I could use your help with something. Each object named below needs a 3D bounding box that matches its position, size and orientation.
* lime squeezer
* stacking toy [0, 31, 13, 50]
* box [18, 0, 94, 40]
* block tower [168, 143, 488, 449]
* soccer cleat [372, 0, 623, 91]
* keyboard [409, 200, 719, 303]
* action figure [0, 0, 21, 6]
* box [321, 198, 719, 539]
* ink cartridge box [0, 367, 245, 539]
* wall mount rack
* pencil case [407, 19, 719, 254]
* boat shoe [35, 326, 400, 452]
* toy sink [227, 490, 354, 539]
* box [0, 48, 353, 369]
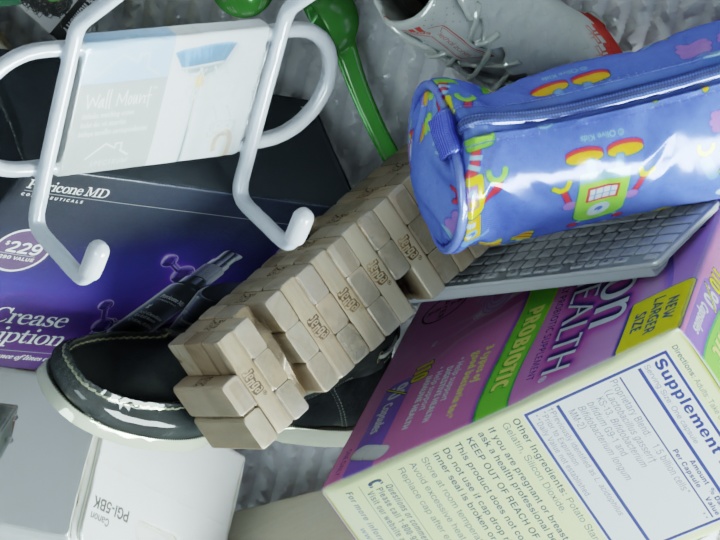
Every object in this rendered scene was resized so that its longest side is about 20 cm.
[{"bbox_3d":[-0.047,-0.115,1.271,0.199,0.038,0.071,27,107,-18],"label":"lime squeezer"},{"bbox_3d":[-0.264,-0.057,1.285,0.145,0.200,0.147,7,102,33],"label":"stacking toy"},{"bbox_3d":[-0.186,-0.204,1.278,0.200,0.050,0.075,44,124,-7],"label":"box"},{"bbox_3d":[0.000,0.000,1.241,0.054,0.200,0.058,56,154,-16],"label":"block tower"},{"bbox_3d":[0.052,-0.115,1.222,0.069,0.085,0.200,-37,101,32],"label":"soccer cleat"},{"bbox_3d":[0.077,-0.008,1.253,0.199,0.056,0.011,-7,122,46],"label":"keyboard"},{"bbox_3d":[-0.238,-0.208,1.236,0.117,0.055,0.201,-5,112,26],"label":"action figure"},{"bbox_3d":[0.107,0.057,1.246,0.199,0.176,0.097,-26,108,30],"label":"box"},{"bbox_3d":[-0.180,0.102,1.367,0.199,0.083,0.147,7,165,28],"label":"ink cartridge box"},{"bbox_3d":[-0.064,-0.084,1.138,0.075,0.199,0.175,42,128,37],"label":"wall mount rack"},{"bbox_3d":[0.119,-0.065,1.184,0.198,0.078,0.087,-13,151,-9],"label":"pencil case"},{"bbox_3d":[-0.066,0.042,1.275,0.072,0.199,0.068,53,126,35],"label":"boat shoe"},{"bbox_3d":[-0.023,0.202,1.390,0.199,0.131,0.112,-17,130,25],"label":"toy sink"},{"bbox_3d":[-0.121,-0.022,1.273,0.141,0.199,0.079,-51,51,32],"label":"box"}]
